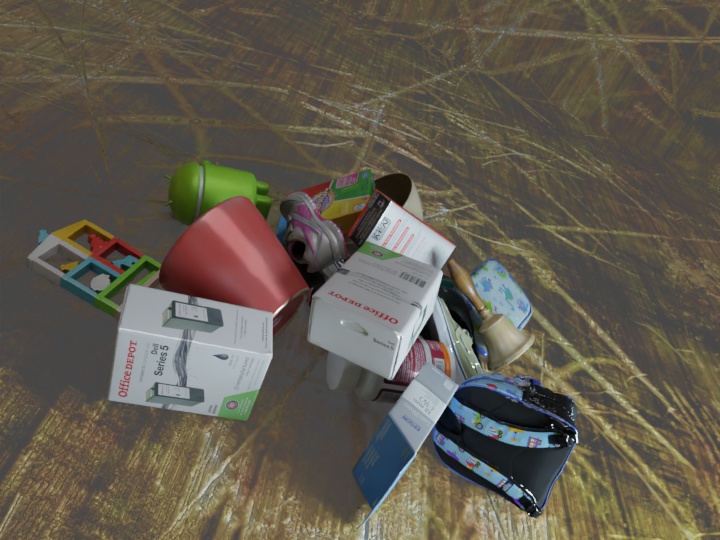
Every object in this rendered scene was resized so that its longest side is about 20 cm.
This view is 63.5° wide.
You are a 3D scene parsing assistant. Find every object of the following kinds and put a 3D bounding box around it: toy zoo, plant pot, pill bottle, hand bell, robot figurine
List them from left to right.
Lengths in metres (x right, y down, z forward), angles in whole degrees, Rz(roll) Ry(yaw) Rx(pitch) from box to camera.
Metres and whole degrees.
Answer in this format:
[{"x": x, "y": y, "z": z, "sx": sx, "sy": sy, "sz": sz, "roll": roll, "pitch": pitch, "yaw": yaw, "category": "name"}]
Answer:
[{"x": -0.425, "y": -0.013, "z": 0.923, "sx": 0.196, "sy": 0.021, "sz": 0.132, "roll": 30, "pitch": 36, "yaw": 2, "category": "toy zoo"}, {"x": -0.269, "y": -0.137, "z": 1.094, "sx": 0.194, "sy": 0.117, "sz": 0.179, "roll": 6, "pitch": 45, "yaw": -26, "category": "robot figurine"}, {"x": -0.186, "y": 0.018, "z": 0.915, "sx": 0.177, "sy": 0.202, "sz": 0.199, "roll": 44, "pitch": 38, "yaw": 8, "category": "plant pot"}, {"x": 0.055, "y": -0.082, "z": 1.206, "sx": 0.135, "sy": 0.196, "sz": 0.203, "roll": 50, "pitch": 24, "yaw": -30, "category": "plant pot"}, {"x": 0.049, "y": 0.159, "z": 0.947, "sx": 0.194, "sy": 0.111, "sz": 0.111, "roll": 12, "pitch": 38, "yaw": -20, "category": "pill bottle"}, {"x": 0.219, "y": 0.065, "z": 1.058, "sx": 0.203, "sy": 0.103, "sz": 0.103, "roll": 57, "pitch": 40, "yaw": 2, "category": "hand bell"}]

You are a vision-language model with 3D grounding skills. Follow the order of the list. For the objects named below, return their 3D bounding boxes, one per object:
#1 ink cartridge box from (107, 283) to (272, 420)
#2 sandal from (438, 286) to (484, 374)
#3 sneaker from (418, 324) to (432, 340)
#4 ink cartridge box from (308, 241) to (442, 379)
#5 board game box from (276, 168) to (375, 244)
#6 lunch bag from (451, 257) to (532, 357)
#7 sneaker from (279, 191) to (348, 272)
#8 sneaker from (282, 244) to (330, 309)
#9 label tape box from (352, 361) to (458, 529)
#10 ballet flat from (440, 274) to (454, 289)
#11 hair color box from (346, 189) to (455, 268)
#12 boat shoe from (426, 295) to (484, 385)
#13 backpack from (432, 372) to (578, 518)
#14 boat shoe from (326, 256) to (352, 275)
[{"x": -0.230, "y": 0.115, "z": 0.787, "sx": 0.194, "sy": 0.148, "sz": 0.085, "roll": 13, "pitch": 38, "yaw": -19, "category": "ink cartridge box"}, {"x": 0.182, "y": 0.116, "z": 1.079, "sx": 0.073, "sy": 0.048, "sz": 0.206, "roll": -18, "pitch": 66, "yaw": 1, "category": "sandal"}, {"x": 0.071, "y": 0.113, "z": 1.061, "sx": 0.197, "sy": 0.084, "sz": 0.075, "roll": 23, "pitch": 42, "yaw": -47, "category": "sneaker"}, {"x": 0.026, "y": 0.053, "z": 0.892, "sx": 0.142, "sy": 0.086, "sz": 0.200, "roll": 21, "pitch": 33, "yaw": 16, "category": "ink cartridge box"}, {"x": -0.066, "y": -0.124, "z": 1.177, "sx": 0.194, "sy": 0.041, "sz": 0.155, "roll": -15, "pitch": 36, "yaw": 13, "category": "board game box"}, {"x": 0.267, "y": 0.077, "z": 1.201, "sx": 0.162, "sy": 0.083, "sz": 0.199, "roll": 49, "pitch": 39, "yaw": 7, "category": "lunch bag"}, {"x": -0.104, "y": -0.069, "z": 1.037, "sx": 0.087, "sy": 0.083, "sz": 0.200, "roll": -31, "pitch": 43, "yaw": -16, "category": "sneaker"}, {"x": -0.113, "y": 0.022, "z": 1.050, "sx": 0.096, "sy": 0.072, "sz": 0.202, "roll": 4, "pitch": 36, "yaw": -26, "category": "sneaker"}, {"x": 0.050, "y": 0.241, "z": 0.818, "sx": 0.065, "sy": 0.146, "sz": 0.199, "roll": 36, "pitch": 36, "yaw": 14, "category": "label tape box"}, {"x": 0.113, "y": 0.036, "z": 1.181, "sx": 0.196, "sy": 0.070, "sz": 0.068, "roll": -14, "pitch": 43, "yaw": -43, "category": "ballet flat"}, {"x": 0.079, "y": -0.055, "z": 1.080, "sx": 0.198, "sy": 0.103, "sz": 0.061, "roll": 29, "pitch": 10, "yaw": -41, "category": "hair color box"}, {"x": 0.168, "y": 0.134, "z": 1.032, "sx": 0.060, "sy": 0.072, "sz": 0.206, "roll": -20, "pitch": 88, "yaw": -8, "category": "boat shoe"}, {"x": 0.219, "y": 0.248, "z": 0.905, "sx": 0.195, "sy": 0.188, "sz": 0.135, "roll": 21, "pitch": 25, "yaw": 13, "category": "backpack"}, {"x": 0.000, "y": 0.000, "z": 1.087, "sx": 0.202, "sy": 0.092, "sz": 0.075, "roll": 51, "pitch": 0, "yaw": 4, "category": "boat shoe"}]
